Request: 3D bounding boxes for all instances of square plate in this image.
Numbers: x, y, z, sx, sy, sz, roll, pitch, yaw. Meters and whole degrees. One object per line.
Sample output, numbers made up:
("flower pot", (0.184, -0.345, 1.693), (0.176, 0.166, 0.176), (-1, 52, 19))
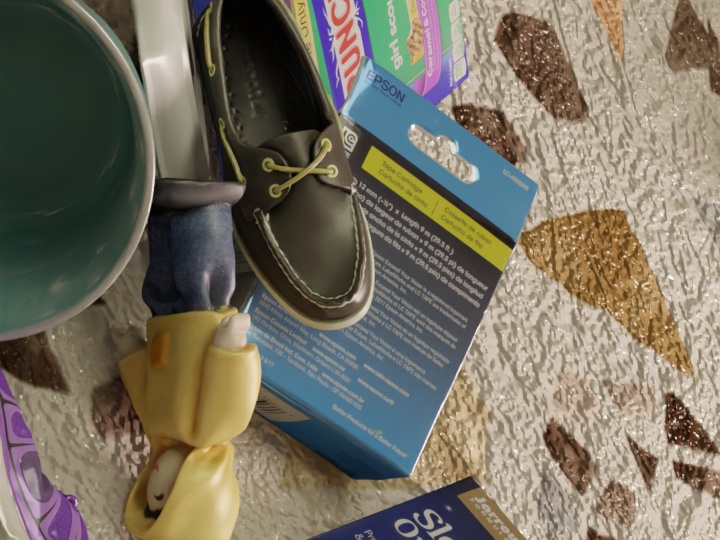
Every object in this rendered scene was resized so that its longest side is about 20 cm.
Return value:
("square plate", (-0.110, -0.142, 1.541), (0.028, 0.200, 0.198), (-8, 59, -1))

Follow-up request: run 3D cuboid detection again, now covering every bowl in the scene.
("bowl", (-0.189, -0.074, 1.415), (0.201, 0.201, 0.105), (51, 20, -7))

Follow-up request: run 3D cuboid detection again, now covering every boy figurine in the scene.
("boy figurine", (-0.098, 0.051, 1.470), (0.064, 0.124, 0.200), (0, 92, -36))

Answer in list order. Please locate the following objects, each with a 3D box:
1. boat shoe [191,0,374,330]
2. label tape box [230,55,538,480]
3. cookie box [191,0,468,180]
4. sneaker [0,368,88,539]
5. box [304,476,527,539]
("boat shoe", (-0.044, -0.065, 1.500), (0.072, 0.061, 0.201), (-18, 72, -11))
("label tape box", (0.000, 0.000, 1.579), (0.143, 0.066, 0.200), (35, 66, -25))
("cookie box", (-0.017, -0.157, 1.661), (0.200, 0.075, 0.171), (-43, 132, -50))
("sneaker", (-0.185, 0.112, 1.379), (0.083, 0.081, 0.200), (-6, 76, -64))
("box", (0.055, 0.183, 1.568), (0.121, 0.032, 0.200), (48, 34, 20))
